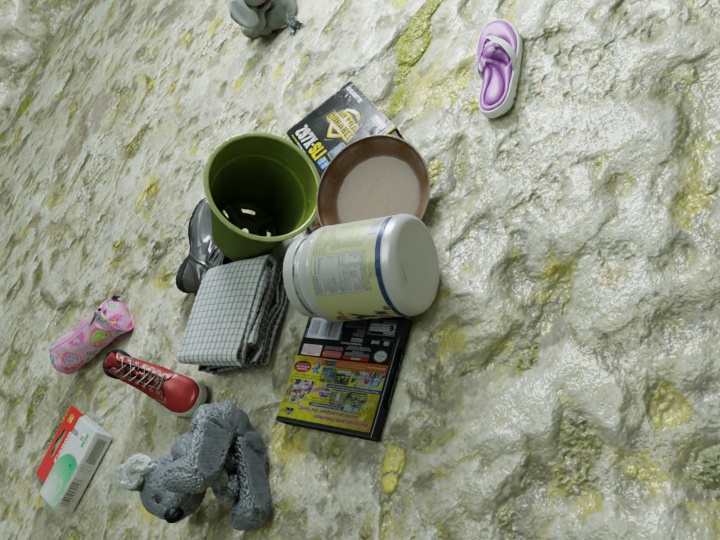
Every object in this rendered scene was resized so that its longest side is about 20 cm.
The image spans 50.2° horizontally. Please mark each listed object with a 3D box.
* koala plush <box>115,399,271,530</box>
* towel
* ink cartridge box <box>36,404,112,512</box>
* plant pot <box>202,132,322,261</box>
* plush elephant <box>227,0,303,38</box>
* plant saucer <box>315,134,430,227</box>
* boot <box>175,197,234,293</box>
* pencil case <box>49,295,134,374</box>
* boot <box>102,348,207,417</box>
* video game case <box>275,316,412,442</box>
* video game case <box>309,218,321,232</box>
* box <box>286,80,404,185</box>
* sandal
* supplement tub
[{"bbox_3d":[-0.258,0.314,1.178,0.199,0.177,0.185,-34,35,22],"label":"koala plush"},{"bbox_3d":[-0.212,0.083,1.336,0.165,0.085,0.202,-8,58,37],"label":"towel"},{"bbox_3d":[-0.587,0.363,1.525,0.199,0.050,0.162,17,77,44],"label":"ink cartridge box"},{"bbox_3d":[-0.187,-0.104,1.337,0.190,0.198,0.202,131,152,-61],"label":"plant pot"},{"bbox_3d":[-0.226,-0.615,1.728,0.165,0.155,0.200,-52,42,4],"label":"plush elephant"},{"bbox_3d":[0.024,-0.119,1.245,0.199,0.037,0.202,-6,73,22],"label":"plant saucer"},{"bbox_3d":[-0.280,-0.045,1.488,0.131,0.069,0.202,1,77,45],"label":"boot"},{"bbox_3d":[-0.569,0.137,1.623,0.199,0.087,0.088,-35,46,22],"label":"pencil case"},{"bbox_3d":[-0.373,0.195,1.364,0.199,0.144,0.073,10,70,44],"label":"boot"},{"bbox_3d":[-0.027,0.154,1.163,0.199,0.025,0.182,0,65,41],"label":"video game case"},{"bbox_3d":[-0.059,-0.147,1.386,0.143,0.018,0.200,-47,42,8],"label":"video game case"},{"bbox_3d":[-0.031,-0.237,1.373,0.159,0.049,0.200,-39,44,5],"label":"box"},{"bbox_3d":[0.216,-0.336,1.230,0.082,0.050,0.204,-20,52,32],"label":"sandal"},{"bbox_3d":[0.000,0.000,1.133,0.199,0.145,0.146,-7,60,33],"label":"supplement tub"}]
